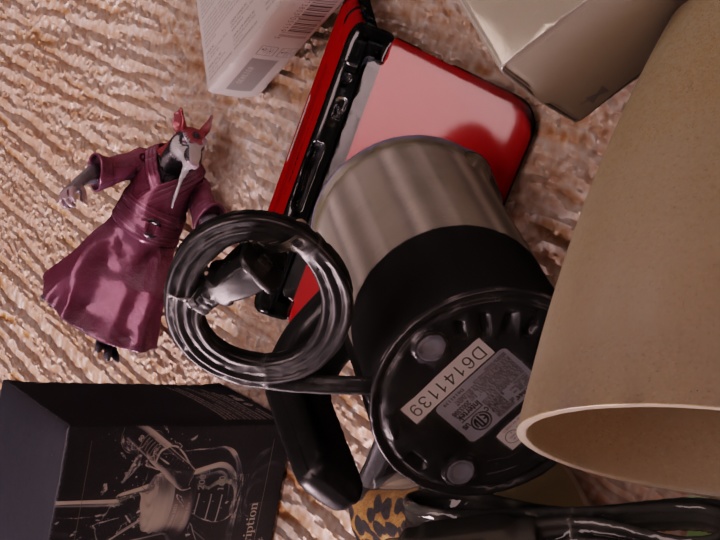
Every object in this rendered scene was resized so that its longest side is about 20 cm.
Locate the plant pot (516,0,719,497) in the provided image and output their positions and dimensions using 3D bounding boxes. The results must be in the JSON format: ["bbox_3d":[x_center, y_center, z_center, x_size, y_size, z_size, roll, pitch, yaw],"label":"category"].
[{"bbox_3d":[0.173,-0.014,0.631,0.187,0.187,0.201,-12,63,50],"label":"plant pot"}]

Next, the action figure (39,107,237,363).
[{"bbox_3d":[-0.159,-0.033,1.118,0.201,0.133,0.149,-60,1,11],"label":"action figure"}]

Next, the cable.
[{"bbox_3d":[0.090,0.139,0.712,0.198,0.097,0.051,-6,107,11],"label":"cable"}]

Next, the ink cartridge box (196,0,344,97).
[{"bbox_3d":[-0.073,-0.249,1.026,0.161,0.050,0.201,-37,56,56],"label":"ink cartridge box"}]

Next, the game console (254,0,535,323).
[{"bbox_3d":[0.015,-0.055,0.938,0.173,0.118,0.201,-98,28,-68],"label":"game console"}]

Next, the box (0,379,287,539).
[{"bbox_3d":[-0.163,0.186,1.005,0.104,0.181,0.201,21,103,50],"label":"box"}]

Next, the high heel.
[{"bbox_3d":[0.065,0.162,0.826,0.200,0.071,0.143,46,132,41],"label":"high heel"}]

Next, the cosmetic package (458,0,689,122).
[{"bbox_3d":[0.073,-0.184,0.698,0.087,0.103,0.201,-35,67,18],"label":"cosmetic package"}]

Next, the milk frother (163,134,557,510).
[{"bbox_3d":[0.000,0.000,0.747,0.180,0.201,0.188,-28,30,3],"label":"milk frother"}]

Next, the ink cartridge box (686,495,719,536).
[{"bbox_3d":[0.213,0.182,0.643,0.199,0.048,0.147,-1,86,49],"label":"ink cartridge box"}]
